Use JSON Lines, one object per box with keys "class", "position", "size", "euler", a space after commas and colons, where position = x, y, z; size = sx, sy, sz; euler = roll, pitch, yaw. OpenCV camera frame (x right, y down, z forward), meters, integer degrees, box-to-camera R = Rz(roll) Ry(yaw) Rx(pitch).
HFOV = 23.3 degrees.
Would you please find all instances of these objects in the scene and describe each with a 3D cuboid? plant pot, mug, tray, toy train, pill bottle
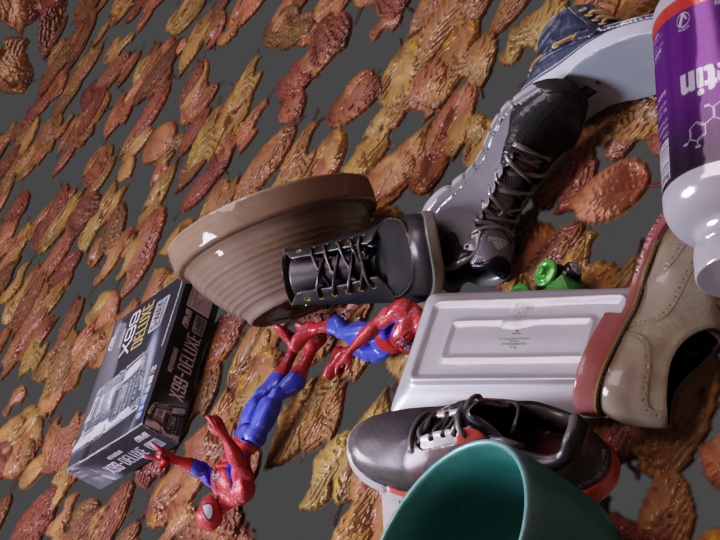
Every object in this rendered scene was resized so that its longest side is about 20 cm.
{"class": "plant pot", "position": [-0.070, -0.008, 1.612], "size": [0.201, 0.200, 0.093], "euler": [-31, 75, 44]}
{"class": "mug", "position": [0.094, 0.207, 1.073], "size": [0.152, 0.114, 0.186], "euler": [-43, 28, 26]}
{"class": "tray", "position": [0.115, 0.054, 1.243], "size": [0.199, 0.022, 0.108], "euler": [-3, 53, 34]}
{"class": "toy train", "position": [0.099, 0.069, 1.324], "size": [0.200, 0.042, 0.057], "euler": [-44, 38, 25]}
{"class": "pill bottle", "position": [0.247, -0.088, 1.118], "size": [0.112, 0.112, 0.201], "euler": [-28, 53, 47]}

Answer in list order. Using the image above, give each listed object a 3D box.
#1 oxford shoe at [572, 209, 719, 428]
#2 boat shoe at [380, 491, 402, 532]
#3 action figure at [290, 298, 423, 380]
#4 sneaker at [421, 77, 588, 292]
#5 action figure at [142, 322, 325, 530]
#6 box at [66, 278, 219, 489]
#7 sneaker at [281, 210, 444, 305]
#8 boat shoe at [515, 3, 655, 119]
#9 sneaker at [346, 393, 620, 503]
{"class": "oxford shoe", "position": [0.215, 0.023, 1.156], "size": [0.074, 0.071, 0.201], "euler": [18, 66, 29]}
{"class": "boat shoe", "position": [0.069, 0.167, 1.227], "size": [0.092, 0.075, 0.201], "euler": [-30, 43, 15]}
{"class": "action figure", "position": [0.003, 0.079, 1.458], "size": [0.200, 0.065, 0.099], "euler": [-18, 38, 55]}
{"class": "sneaker", "position": [0.122, -0.053, 1.401], "size": [0.200, 0.075, 0.116], "euler": [-51, 28, 36]}
{"class": "action figure", "position": [-0.117, 0.130, 1.565], "size": [0.065, 0.099, 0.201], "euler": [-10, 54, 60]}
{"class": "box", "position": [-0.229, 0.117, 1.855], "size": [0.157, 0.050, 0.201], "euler": [-31, 35, 44]}
{"class": "sneaker", "position": [0.000, 0.000, 1.458], "size": [0.200, 0.106, 0.075], "euler": [147, 116, -72]}
{"class": "boat shoe", "position": [0.197, -0.183, 1.401], "size": [0.200, 0.071, 0.091], "euler": [-24, 44, 53]}
{"class": "sneaker", "position": [0.075, 0.108, 1.179], "size": [0.199, 0.082, 0.077], "euler": [0, 50, 27]}
